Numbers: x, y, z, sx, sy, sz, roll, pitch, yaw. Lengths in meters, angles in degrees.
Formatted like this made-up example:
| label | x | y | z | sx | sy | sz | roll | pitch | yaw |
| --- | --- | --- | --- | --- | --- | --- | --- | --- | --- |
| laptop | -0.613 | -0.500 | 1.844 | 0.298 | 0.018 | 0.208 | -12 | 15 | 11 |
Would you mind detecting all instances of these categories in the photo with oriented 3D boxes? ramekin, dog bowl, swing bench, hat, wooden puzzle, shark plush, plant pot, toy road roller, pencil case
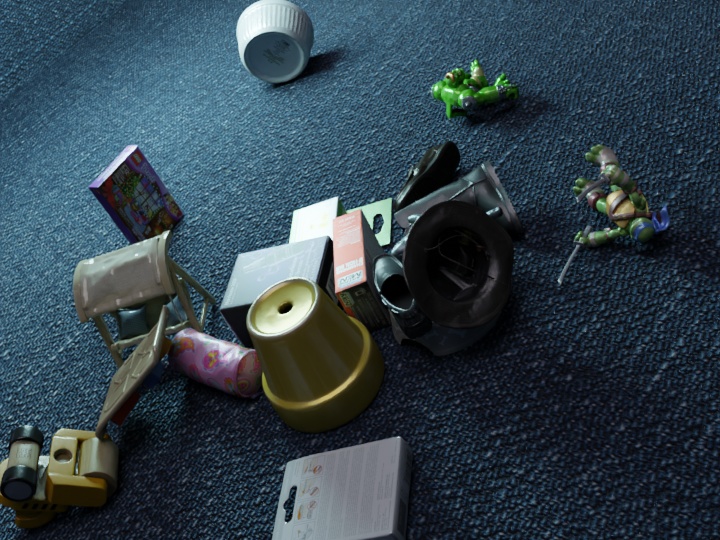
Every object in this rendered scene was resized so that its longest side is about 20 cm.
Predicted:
| label | x | y | z | sx | sy | sz | roll | pitch | yaw |
| --- | --- | --- | --- | --- | --- | --- | --- | --- | --- |
| ramekin | -0.216 | -0.569 | 2.357 | 0.198 | 0.201 | 0.106 | -16 | 48 | 16 |
| dog bowl | 0.134 | 0.046 | 1.544 | 0.198 | 0.059 | 0.202 | -18 | 40 | 15 |
| swing bench | -0.408 | 0.058 | 1.759 | 0.196 | 0.201 | 0.131 | -17 | 38 | 15 |
| hat | 0.143 | -0.002 | 1.465 | 0.201 | 0.201 | 0.081 | -46 | 1 | -21 |
| wooden puzzle | -0.385 | 0.180 | 1.631 | 0.201 | 0.046 | 0.186 | -53 | 17 | 15 |
| shark plush | 0.151 | -0.055 | 1.589 | 0.197 | 0.092 | 0.083 | -7 | 7 | 25 |
| plant pot | -0.084 | 0.121 | 1.492 | 0.198 | 0.190 | 0.202 | -17 | 38 | 14 |
| toy road roller | -0.515 | 0.358 | 1.580 | 0.197 | 0.147 | 0.124 | 7 | 35 | -16 |
| pencil case | -0.250 | 0.161 | 1.643 | 0.198 | 0.088 | 0.088 | 11 | 52 | 39 |

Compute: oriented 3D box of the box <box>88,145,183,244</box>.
| label | x | y | z | sx | sy | sz | roll | pitch | yaw |
| --- | --- | --- | --- | --- | --- | --- | --- | --- | --- |
| box | -0.487 | -0.152 | 2.046 | 0.039 | 0.201 | 0.137 | 7 | 50 | 39 |

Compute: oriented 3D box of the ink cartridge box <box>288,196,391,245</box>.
| label | x | y | z | sx | sy | sz | roll | pitch | yaw |
| --- | --- | --- | --- | --- | --- | --- | --- | --- | --- |
| ink cartridge box | -0.040 | -0.085 | 1.814 | 0.198 | 0.048 | 0.147 | -18 | 38 | 18 |

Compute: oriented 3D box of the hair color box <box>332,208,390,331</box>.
| label | x | y | z | sx | sy | sz | roll | pitch | yaw |
| --- | --- | --- | --- | --- | --- | --- | --- | --- | --- |
| hair color box | 0.000 | 0.000 | 1.639 | 0.063 | 0.112 | 0.201 | -20 | 38 | 12 |

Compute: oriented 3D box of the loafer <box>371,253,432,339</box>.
| label | x | y | z | sx | sy | sz | roll | pitch | yaw |
| --- | --- | --- | --- | --- | --- | --- | --- | --- | --- |
| loafer | 0.061 | 0.027 | 1.506 | 0.067 | 0.071 | 0.201 | -28 | 38 | 1 |

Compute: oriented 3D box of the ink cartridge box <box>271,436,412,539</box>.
| label | x | y | z | sx | sy | sz | roll | pitch | yaw |
| --- | --- | --- | --- | --- | --- | --- | --- | --- | --- |
| ink cartridge box | -0.025 | 0.333 | 1.340 | 0.198 | 0.047 | 0.161 | -18 | 39 | 23 |

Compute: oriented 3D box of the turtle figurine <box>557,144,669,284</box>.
| label | x | y | z | sx | sy | sz | roll | pitch | yaw |
| --- | --- | --- | --- | --- | --- | --- | --- | --- | --- |
| turtle figurine | 0.378 | -0.113 | 1.501 | 0.197 | 0.145 | 0.195 | -19 | 35 | 7 |

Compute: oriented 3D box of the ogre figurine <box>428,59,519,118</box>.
| label | x | y | z | sx | sy | sz | roll | pitch | yaw |
| --- | --- | --- | --- | --- | --- | --- | --- | --- | --- |
| ogre figurine | 0.227 | -0.372 | 1.936 | 0.119 | 0.099 | 0.200 | -23 | 50 | -23 |

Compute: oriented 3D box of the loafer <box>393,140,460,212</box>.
| label | x | y | z | sx | sy | sz | roll | pitch | yaw |
| --- | --- | --- | --- | --- | --- | --- | --- | --- | --- |
| loafer | 0.120 | -0.166 | 1.793 | 0.071 | 0.073 | 0.200 | -1 | 42 | 48 |

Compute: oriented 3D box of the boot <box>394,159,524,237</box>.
| label | x | y | z | sx | sy | sz | roll | pitch | yaw |
| --- | --- | --- | --- | --- | --- | --- | --- | --- | --- |
| boot | 0.173 | -0.084 | 1.657 | 0.198 | 0.066 | 0.166 | -28 | 51 | 8 |

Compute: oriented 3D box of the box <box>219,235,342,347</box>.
| label | x | y | z | sx | sy | sz | roll | pitch | yaw |
| --- | --- | --- | --- | --- | --- | --- | --- | --- | --- |
| box | -0.134 | 0.039 | 1.686 | 0.197 | 0.105 | 0.149 | -11 | 41 | 21 |
